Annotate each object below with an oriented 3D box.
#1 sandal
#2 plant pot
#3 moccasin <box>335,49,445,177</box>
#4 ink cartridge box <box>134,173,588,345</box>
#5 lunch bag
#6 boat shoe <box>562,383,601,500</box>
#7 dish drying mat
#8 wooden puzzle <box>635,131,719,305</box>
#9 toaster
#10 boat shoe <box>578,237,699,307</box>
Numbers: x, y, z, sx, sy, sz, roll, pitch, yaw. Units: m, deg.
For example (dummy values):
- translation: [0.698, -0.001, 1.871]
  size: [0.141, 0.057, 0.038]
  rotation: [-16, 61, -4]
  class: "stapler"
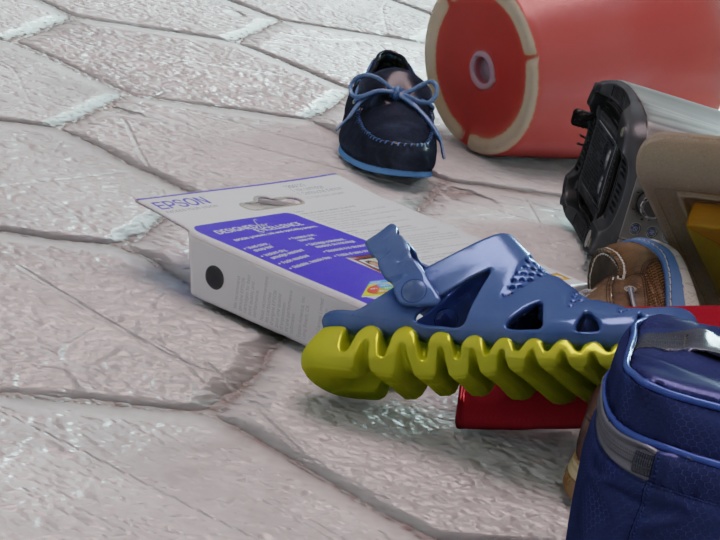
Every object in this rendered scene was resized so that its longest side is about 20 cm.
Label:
- translation: [0.070, 0.020, 1.114]
  size: [0.199, 0.087, 0.080]
  rotation: [3, -19, 14]
  class: "sandal"
- translation: [0.161, -0.172, 1.767]
  size: [0.177, 0.201, 0.200]
  rotation: [-13, 28, -34]
  class: "plant pot"
- translation: [0.016, -0.121, 1.666]
  size: [0.080, 0.068, 0.200]
  rotation: [9, 17, -13]
  class: "moccasin"
- translation: [0.000, 0.000, 1.297]
  size: [0.200, 0.044, 0.198]
  rotation: [26, 21, 32]
  class: "ink cartridge box"
- translation: [0.195, 0.096, 0.966]
  size: [0.199, 0.133, 0.136]
  rotation: [14, 17, 6]
  class: "lunch bag"
- translation: [0.201, 0.096, 1.074]
  size: [0.199, 0.072, 0.072]
  rotation: [13, 16, 3]
  class: "boat shoe"
- translation: [0.150, 0.050, 1.143]
  size: [0.199, 0.018, 0.077]
  rotation: [-2, 51, 13]
  class: "dish drying mat"
- translation: [0.258, 0.005, 1.243]
  size: [0.185, 0.200, 0.037]
  rotation: [9, 58, 29]
  class: "wooden puzzle"
- translation: [0.217, -0.060, 1.542]
  size: [0.129, 0.114, 0.200]
  rotation: [14, 14, -8]
  class: "toaster"
- translation: [0.146, 0.035, 1.226]
  size: [0.072, 0.072, 0.200]
  rotation: [2, 23, -10]
  class: "boat shoe"
